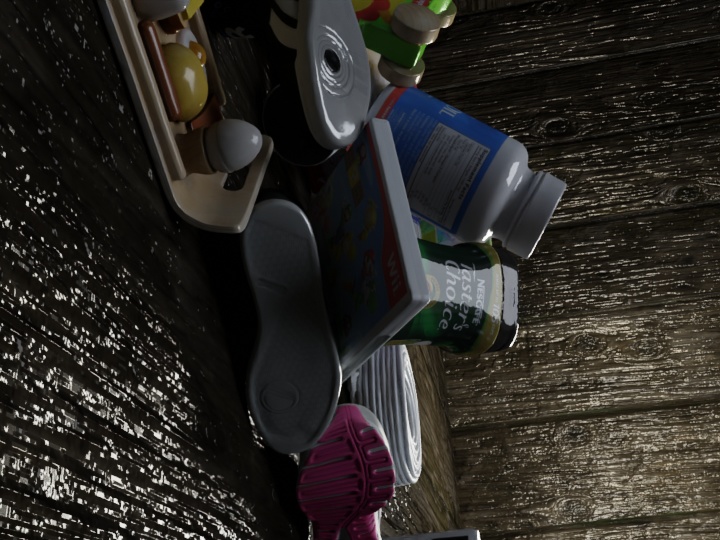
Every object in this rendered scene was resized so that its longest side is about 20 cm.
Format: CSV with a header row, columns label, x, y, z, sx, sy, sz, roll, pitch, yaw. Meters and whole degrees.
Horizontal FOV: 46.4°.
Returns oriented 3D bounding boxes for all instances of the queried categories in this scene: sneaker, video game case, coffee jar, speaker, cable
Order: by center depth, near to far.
label,x,y,z,sx,sy,sz,roll,pitch,yaw
sneaker,-0.060,-0.173,0.624,0.073,0.111,0.204,8,71,-52
sneaker,-0.055,0.031,0.625,0.099,0.069,0.203,-108,-166,-66
video game case,-0.016,0.003,0.638,0.200,0.017,0.145,-48,-134,50
sneaker,-0.017,0.172,0.711,0.089,0.080,0.202,-98,-171,-46
coffee jar,0.054,0.020,0.742,0.197,0.085,0.106,7,81,-36
speaker,-0.019,-0.173,0.833,0.200,0.080,0.082,-51,134,-55
cable,0.037,0.177,1.090,0.200,0.068,0.204,-39,121,-80

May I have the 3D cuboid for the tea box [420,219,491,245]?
label,x,y,z,sx,sy,sz,roll,pitch,yaw
tea box,0.097,-0.016,1.241,0.134,0.196,0.200,67,16,-60

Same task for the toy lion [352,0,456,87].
label,x,y,z,sx,sy,sz,roll,pitch,yaw
toy lion,-0.003,-0.277,0.833,0.201,0.189,0.069,-62,177,-43

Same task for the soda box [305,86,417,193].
label,x,y,z,sx,sy,sz,roll,pitch,yaw
soda box,0.003,-0.174,0.986,0.201,0.062,0.071,-59,146,-40

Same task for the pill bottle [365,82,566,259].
label,x,y,z,sx,sy,sz,roll,pitch,yaw
pill bottle,0.096,-0.094,0.827,0.113,0.198,0.112,-59,172,-14

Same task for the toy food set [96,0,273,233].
label,x,y,z,sx,sy,sz,roll,pitch,yaw
toy food set,-0.098,-0.143,0.524,0.144,0.059,0.203,-83,164,-58

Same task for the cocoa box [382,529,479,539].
label,x,y,z,sx,sy,sz,roll,pitch,yaw
cocoa box,0.069,0.388,0.851,0.201,0.131,0.133,-80,160,-64

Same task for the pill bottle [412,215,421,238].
label,x,y,z,sx,sy,sz,roll,pitch,yaw
pill bottle,0.017,-0.092,1.069,0.111,0.109,0.204,60,23,-68
